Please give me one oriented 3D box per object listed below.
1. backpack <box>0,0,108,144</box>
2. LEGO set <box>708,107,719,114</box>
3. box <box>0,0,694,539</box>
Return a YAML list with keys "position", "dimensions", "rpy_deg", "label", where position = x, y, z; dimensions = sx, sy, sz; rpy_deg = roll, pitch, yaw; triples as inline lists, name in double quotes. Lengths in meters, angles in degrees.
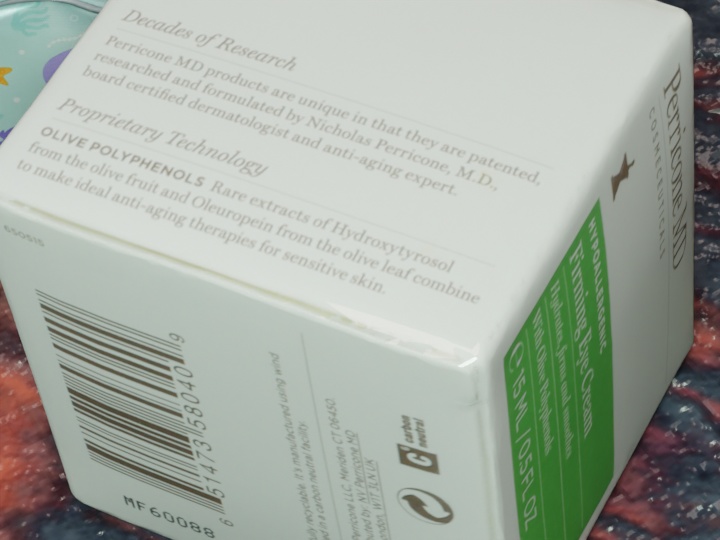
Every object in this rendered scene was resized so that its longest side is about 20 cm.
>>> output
- position: [-0.130, -0.105, 1.092]
  dimensions: [0.200, 0.178, 0.151]
  rpy_deg: [-28, 48, 5]
  label: "backpack"
- position: [0.241, -0.037, 1.028]
  dimensions: [0.200, 0.116, 0.154]
  rpy_deg: [-14, 51, -1]
  label: "LEGO set"
- position: [0.000, 0.000, 0.988]
  dimensions: [0.200, 0.199, 0.171]
  rpy_deg: [19, 57, 21]
  label: "box"
